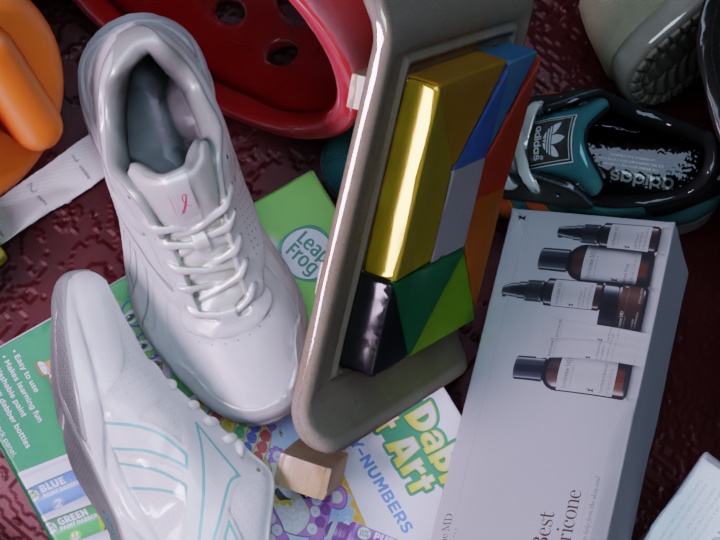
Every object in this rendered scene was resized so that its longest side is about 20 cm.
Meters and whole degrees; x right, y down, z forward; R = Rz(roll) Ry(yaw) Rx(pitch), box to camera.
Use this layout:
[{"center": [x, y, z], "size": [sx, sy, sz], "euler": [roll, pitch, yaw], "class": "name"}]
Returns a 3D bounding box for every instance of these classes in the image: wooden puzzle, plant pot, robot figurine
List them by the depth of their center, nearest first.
[{"center": [0.031, -0.033, 1.219], "size": [0.037, 0.185, 0.201], "euler": [14, 105, 20], "class": "wooden puzzle"}, {"center": [-0.212, -0.097, 1.294], "size": [0.116, 0.200, 0.144], "euler": [11, 101, -37], "class": "robot figurine"}, {"center": [-0.037, -0.190, 1.311], "size": [0.200, 0.201, 0.183], "euler": [33, 68, 7], "class": "plant pot"}]

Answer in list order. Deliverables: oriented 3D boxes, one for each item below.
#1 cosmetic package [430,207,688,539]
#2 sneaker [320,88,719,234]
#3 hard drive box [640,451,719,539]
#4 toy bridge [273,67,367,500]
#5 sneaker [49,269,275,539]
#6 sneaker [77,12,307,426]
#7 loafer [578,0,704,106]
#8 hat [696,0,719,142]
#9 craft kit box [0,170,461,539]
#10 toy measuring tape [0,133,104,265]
[{"center": [0.090, 0.069, 1.268], "size": [0.082, 0.051, 0.201], "euler": [4, 59, 19], "class": "cosmetic package"}, {"center": [0.080, -0.058, 1.333], "size": [0.199, 0.080, 0.072], "euler": [2, 76, -1], "class": "sneaker"}, {"center": [0.192, 0.207, 1.270], "size": [0.200, 0.077, 0.156], "euler": [36, 78, 8], "class": "hard drive box"}, {"center": [0.000, 0.000, 1.264], "size": [0.027, 0.067, 0.201], "euler": [14, 103, 13], "class": "toy bridge"}, {"center": [-0.086, 0.091, 1.261], "size": [0.080, 0.070, 0.201], "euler": [-19, 83, -15], "class": "sneaker"}, {"center": [-0.080, -0.021, 1.257], "size": [0.078, 0.099, 0.201], "euler": [-23, 92, -2], "class": "sneaker"}, {"center": [0.186, -0.165, 1.367], "size": [0.200, 0.076, 0.068], "euler": [-38, 63, -16], "class": "loafer"}, {"center": [0.243, -0.096, 1.347], "size": [0.200, 0.081, 0.202], "euler": [1, 87, -18], "class": "hat"}, {"center": [-0.057, 0.086, 1.313], "size": [0.197, 0.049, 0.200], "euler": [-30, 78, -11], "class": "craft kit box"}, {"center": [-0.188, -0.023, 1.324], "size": [0.200, 0.074, 0.074], "euler": [-34, 79, -9], "class": "toy measuring tape"}]
